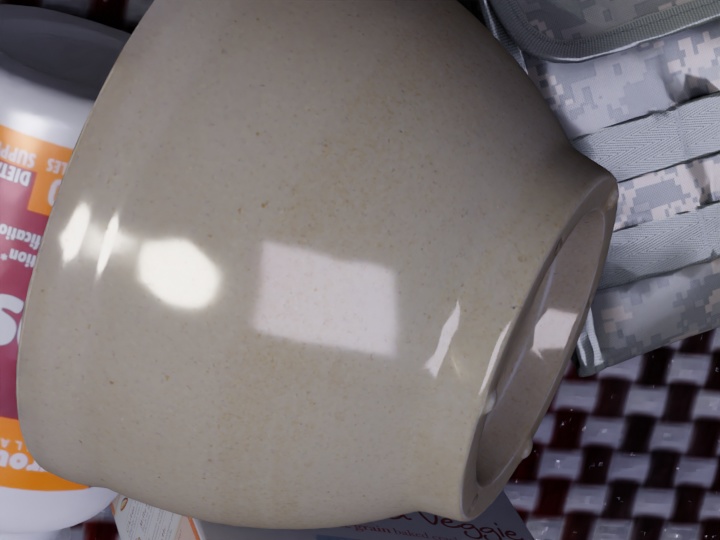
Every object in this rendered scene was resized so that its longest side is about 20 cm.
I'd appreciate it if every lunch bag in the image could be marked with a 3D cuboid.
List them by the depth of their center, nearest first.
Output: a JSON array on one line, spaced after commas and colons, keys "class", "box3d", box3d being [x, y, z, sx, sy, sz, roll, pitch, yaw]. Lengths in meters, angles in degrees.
[{"class": "lunch bag", "box3d": [0.120, -0.090, 0.863, 0.163, 0.118, 0.201, -18, 110, -5]}]

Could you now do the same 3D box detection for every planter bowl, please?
[{"class": "planter bowl", "box3d": [0.000, 0.000, 0.771, 0.134, 0.200, 0.201, 23, 109, 14]}]

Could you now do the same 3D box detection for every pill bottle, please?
[{"class": "pill bottle", "box3d": [-0.122, 0.017, 0.849, 0.113, 0.113, 0.201, 10, 110, -20]}]

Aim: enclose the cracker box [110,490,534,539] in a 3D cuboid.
[{"class": "cracker box", "box3d": [-0.012, 0.097, 0.867, 0.133, 0.200, 0.058, 10, 109, -20]}]
